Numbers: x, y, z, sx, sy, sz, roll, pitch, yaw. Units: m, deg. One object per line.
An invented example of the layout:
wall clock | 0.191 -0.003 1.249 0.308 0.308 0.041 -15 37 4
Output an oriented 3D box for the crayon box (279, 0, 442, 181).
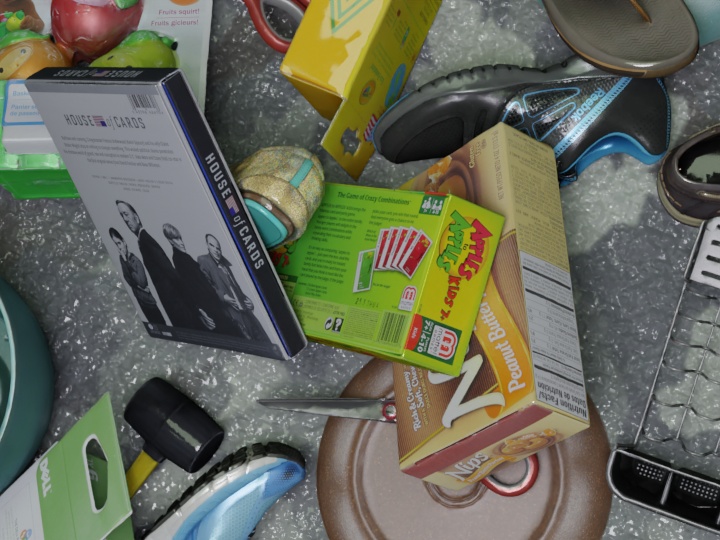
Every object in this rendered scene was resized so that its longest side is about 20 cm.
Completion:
crayon box | 0.008 -0.169 1.196 0.051 0.127 0.201 23 86 13

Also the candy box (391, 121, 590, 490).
candy box | 0.074 0.022 1.131 0.115 0.055 0.201 -32 50 39

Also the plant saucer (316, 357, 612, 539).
plant saucer | 0.065 0.134 1.188 0.199 0.037 0.202 -1 81 9

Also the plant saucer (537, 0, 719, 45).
plant saucer | 0.197 -0.247 1.220 0.199 0.036 0.201 -2 81 10

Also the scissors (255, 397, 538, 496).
scissors | 0.034 0.087 1.178 0.199 0.014 0.074 18 86 14

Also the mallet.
mallet | -0.180 0.160 1.231 0.200 0.041 0.066 -46 76 5

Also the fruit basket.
fruit basket | -0.194 -0.152 1.250 0.184 0.094 0.201 0 79 11

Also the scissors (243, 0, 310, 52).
scissors | -0.102 -0.220 1.239 0.200 0.014 0.073 34 65 -2

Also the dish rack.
dish rack | 0.255 0.068 1.144 0.153 0.055 0.201 18 95 12

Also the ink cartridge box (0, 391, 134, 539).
ink cartridge box | -0.195 0.183 1.161 0.200 0.059 0.104 -43 39 23

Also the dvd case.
dvd case | -0.124 -0.037 1.145 0.150 0.201 0.025 7 38 47

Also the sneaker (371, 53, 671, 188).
sneaker | 0.107 -0.093 1.194 0.199 0.073 0.082 -12 80 9

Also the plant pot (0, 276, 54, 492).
plant pot | -0.294 0.077 1.198 0.199 0.161 0.202 -1 81 10

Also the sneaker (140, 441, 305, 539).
sneaker | -0.102 0.196 1.201 0.090 0.078 0.200 43 98 -1

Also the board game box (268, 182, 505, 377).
board game box | 0.000 0.000 1.151 0.200 0.047 0.102 10 81 55

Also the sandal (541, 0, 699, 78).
sandal | 0.148 -0.210 1.168 0.081 0.055 0.201 -24 72 -4

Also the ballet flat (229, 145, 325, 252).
ballet flat | -0.082 -0.037 1.187 0.070 0.200 0.071 7 76 -28

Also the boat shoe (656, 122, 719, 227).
boat shoe | 0.289 -0.073 1.157 0.199 0.073 0.075 -17 79 8
